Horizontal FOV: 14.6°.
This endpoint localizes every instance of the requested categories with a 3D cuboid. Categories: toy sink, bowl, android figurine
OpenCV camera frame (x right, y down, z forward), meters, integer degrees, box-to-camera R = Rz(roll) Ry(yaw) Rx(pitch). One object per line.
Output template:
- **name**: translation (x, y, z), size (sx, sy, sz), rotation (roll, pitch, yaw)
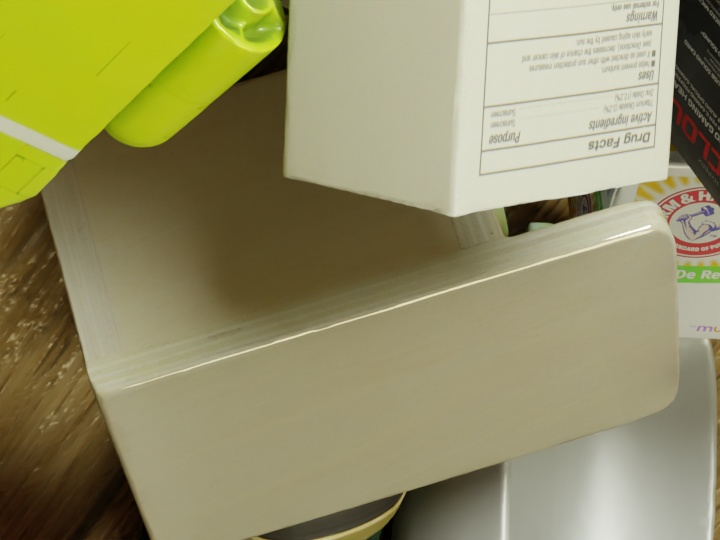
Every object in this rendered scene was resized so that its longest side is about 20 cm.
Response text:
- **toy sink**: translation (0.000, 0.000, 0.984), size (0.199, 0.113, 0.131), rotation (-17, 149, -2)
- **bowl**: translation (0.078, 0.093, 1.183), size (0.074, 0.202, 0.199), rotation (-1, 165, 30)
- **android figurine**: translation (-0.115, -0.082, 0.784), size (0.181, 0.041, 0.200), rotation (23, 138, -28)

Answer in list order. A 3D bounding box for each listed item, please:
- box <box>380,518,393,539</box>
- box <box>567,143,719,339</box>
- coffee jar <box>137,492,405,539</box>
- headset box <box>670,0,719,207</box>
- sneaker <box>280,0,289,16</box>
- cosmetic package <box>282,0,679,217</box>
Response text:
- **box**: translation (0.028, 0.193, 1.283), size (0.049, 0.162, 0.201), rotation (6, 147, 7)
- **box**: translation (0.180, -0.045, 1.048), size (0.198, 0.113, 0.102), rotation (3, 142, -5)
- **coffee jar**: translation (-0.039, 0.099, 1.124), size (0.085, 0.105, 0.201), rotation (-16, 146, -24)
- **headset box**: translation (0.126, -0.127, 0.912), size (0.077, 0.149, 0.201), rotation (-20, 148, -22)
- **sneaker**: translation (-0.003, -0.128, 0.874), size (0.089, 0.079, 0.200), rotation (-56, 152, 15)
- **cosmetic package**: translation (0.039, -0.124, 0.798), size (0.103, 0.073, 0.202), rotation (-10, 108, -47)
